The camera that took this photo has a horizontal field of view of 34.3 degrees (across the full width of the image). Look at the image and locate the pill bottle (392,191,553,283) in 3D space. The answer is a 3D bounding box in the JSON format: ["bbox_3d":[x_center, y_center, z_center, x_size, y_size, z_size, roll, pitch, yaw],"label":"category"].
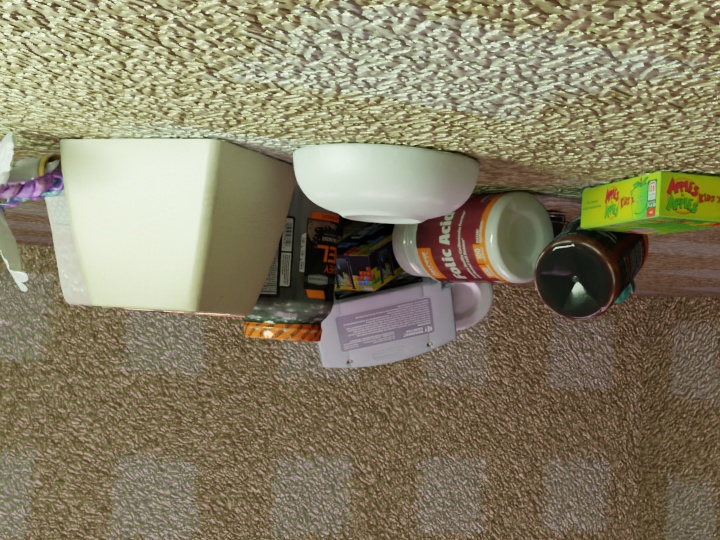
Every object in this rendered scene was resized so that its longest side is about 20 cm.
[{"bbox_3d":[0.140,-0.041,1.503,0.114,0.115,0.199,6,176,-39],"label":"pill bottle"}]

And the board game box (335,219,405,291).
[{"bbox_3d":[0.006,-0.034,1.663,0.164,0.057,0.200,3,-158,36],"label":"board game box"}]

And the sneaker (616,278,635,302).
[{"bbox_3d":[0.358,-0.015,1.657,0.083,0.122,0.200,4,177,4],"label":"sneaker"}]

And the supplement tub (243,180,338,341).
[{"bbox_3d":[-0.090,-0.015,1.438,0.122,0.202,0.123,4,178,0],"label":"supplement tub"}]

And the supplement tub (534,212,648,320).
[{"bbox_3d":[0.296,-0.019,1.452,0.106,0.108,0.200,2,-160,29],"label":"supplement tub"}]

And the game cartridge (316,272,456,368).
[{"bbox_3d":[0.033,0.072,1.632,0.198,0.134,0.041,-12,-145,-3],"label":"game cartridge"}]

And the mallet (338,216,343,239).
[{"bbox_3d":[-0.013,-0.075,1.492,0.041,0.066,0.200,4,177,-23],"label":"mallet"}]

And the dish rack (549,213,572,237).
[{"bbox_3d":[0.262,-0.053,1.751,0.153,0.055,0.200,4,179,32],"label":"dish rack"}]

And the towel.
[{"bbox_3d":[-0.341,-0.034,1.635,0.198,0.192,0.032,2,-153,17],"label":"towel"}]

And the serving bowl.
[{"bbox_3d":[0.025,-0.086,1.236,0.198,0.066,0.200,5,178,0],"label":"serving bowl"}]

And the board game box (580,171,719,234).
[{"bbox_3d":[0.331,-0.072,1.295,0.101,0.048,0.200,4,178,-12],"label":"board game box"}]

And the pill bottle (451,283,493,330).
[{"bbox_3d":[0.128,-0.004,1.751,0.111,0.113,0.200,4,-154,-9],"label":"pill bottle"}]

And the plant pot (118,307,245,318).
[{"bbox_3d":[-0.236,-0.020,1.776,0.198,0.178,0.200,3,176,9],"label":"plant pot"}]

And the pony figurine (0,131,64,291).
[{"bbox_3d":[-0.411,-0.086,1.249,0.198,0.168,0.193,1,-150,-13],"label":"pony figurine"}]

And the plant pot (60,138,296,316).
[{"bbox_3d":[-0.204,-0.042,1.296,0.199,0.179,0.200,3,177,22],"label":"plant pot"}]
